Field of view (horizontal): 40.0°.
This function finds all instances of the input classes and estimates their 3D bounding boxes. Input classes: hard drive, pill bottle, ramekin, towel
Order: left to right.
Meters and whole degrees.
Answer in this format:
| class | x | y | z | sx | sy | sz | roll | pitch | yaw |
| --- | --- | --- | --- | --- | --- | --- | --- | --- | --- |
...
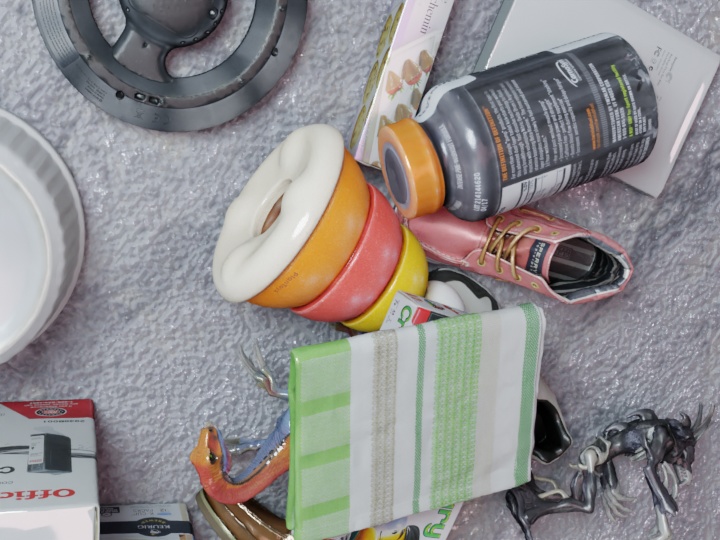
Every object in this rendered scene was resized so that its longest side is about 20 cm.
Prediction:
| class | x | y | z | sx | sy | sz | roll | pitch | yaw |
| --- | --- | --- | --- | --- | --- | --- | --- | --- | --- |
| ramekin | -0.291 | -0.017 | 0.678 | 0.199 | 0.094 | 0.206 | -4 | 103 | -15 |
| towel | 0.040 | 0.104 | 0.700 | 0.197 | 0.031 | 0.152 | -8 | 111 | -25 |
| pill bottle | 0.114 | -0.102 | 0.744 | 0.197 | 0.106 | 0.108 | -19 | 107 | -13 |
| hard drive | 0.196 | -0.161 | 0.827 | 0.198 | 0.026 | 0.133 | 22 | 95 | -20 |

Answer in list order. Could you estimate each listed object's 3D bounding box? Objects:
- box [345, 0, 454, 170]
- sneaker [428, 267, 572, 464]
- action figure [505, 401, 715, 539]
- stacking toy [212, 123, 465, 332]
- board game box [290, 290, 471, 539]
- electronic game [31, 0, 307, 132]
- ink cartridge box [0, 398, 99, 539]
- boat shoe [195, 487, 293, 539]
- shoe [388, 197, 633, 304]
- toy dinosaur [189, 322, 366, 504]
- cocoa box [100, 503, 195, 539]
| class | x | y | z | sx | sy | sz | roll | pitch | yaw |
| --- | --- | --- | --- | --- | --- | --- | --- | --- | --- |
| box | 0.038 | -0.177 | 0.769 | 0.038 | 0.041 | 0.203 | 16 | 98 | -20 |
| sneaker | 0.116 | 0.080 | 0.830 | 0.074 | 0.080 | 0.201 | -40 | 108 | -2 |
| action figure | 0.228 | 0.185 | 0.871 | 0.197 | 0.119 | 0.103 | -21 | 89 | -1 |
| stacking toy | 0.000 | 0.000 | 0.747 | 0.199 | 0.146 | 0.147 | 35 | 91 | -25 |
| board game box | 0.041 | 0.126 | 0.745 | 0.125 | 0.035 | 0.202 | 17 | 100 | -36 |
| electronic game | -0.134 | -0.202 | 0.711 | 0.197 | 0.042 | 0.203 | -4 | 105 | -15 |
| ink cartridge box | -0.251 | 0.161 | 0.672 | 0.142 | 0.200 | 0.085 | 0 | 103 | -17 |
| boat shoe | -0.044 | 0.230 | 0.805 | 0.200 | 0.072 | 0.068 | 43 | 92 | -5 |
| shoe | 0.121 | -0.024 | 0.800 | 0.197 | 0.091 | 0.073 | 12 | 99 | -19 |
| toy dinosaur | -0.038 | 0.107 | 0.745 | 0.197 | 0.182 | 0.106 | 6 | 130 | 25 |
| cocoa box | -0.223 | 0.266 | 0.741 | 0.197 | 0.131 | 0.136 | 3 | 101 | -17 |
